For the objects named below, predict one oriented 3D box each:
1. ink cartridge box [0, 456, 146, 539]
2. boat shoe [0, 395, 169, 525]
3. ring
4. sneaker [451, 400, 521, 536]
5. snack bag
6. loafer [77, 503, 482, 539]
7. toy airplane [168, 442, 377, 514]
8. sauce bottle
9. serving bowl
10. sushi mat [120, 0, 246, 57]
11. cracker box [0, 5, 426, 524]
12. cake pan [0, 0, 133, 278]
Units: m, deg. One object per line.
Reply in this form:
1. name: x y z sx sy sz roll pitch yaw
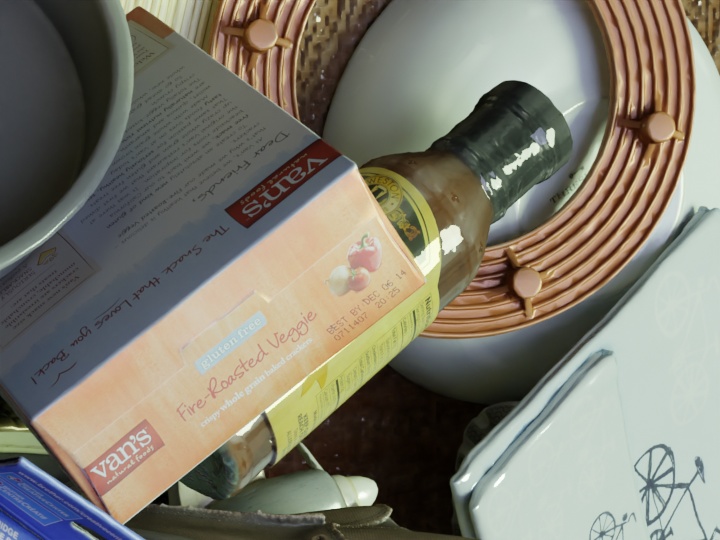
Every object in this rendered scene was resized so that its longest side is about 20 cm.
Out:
1. ink cartridge box: -0.139 0.122 0.922 0.119 0.199 0.042 41 48 -30
2. boat shoe: -0.113 0.076 1.028 0.200 0.072 0.066 4 106 -52
3. ring: 0.039 -0.073 1.077 0.199 0.019 0.202 0 89 -12
4. sneaker: 0.076 0.149 1.171 0.082 0.075 0.201 -11 120 -50
5. snack bag: 0.114 0.102 1.136 0.200 0.021 0.189 -44 132 -36
6. loafer: -0.014 0.120 0.967 0.199 0.071 0.073 10 116 6
7. toy airplane: -0.027 0.173 1.039 0.200 0.141 0.200 39 65 -40
8. sauce bottle: 0.000 0.000 1.009 0.200 0.065 0.065 -43 119 -28
9. serving bowl: 0.083 -0.035 1.142 0.199 0.066 0.201 -8 106 -30
10. sushi mat: -0.064 -0.120 1.066 0.095 0.012 0.201 11 95 -31
11. cracker box: -0.081 -0.008 0.957 0.134 0.200 0.058 -38 121 -8
12. cake pan: -0.177 -0.063 0.928 0.200 0.201 0.037 -25 154 -24
